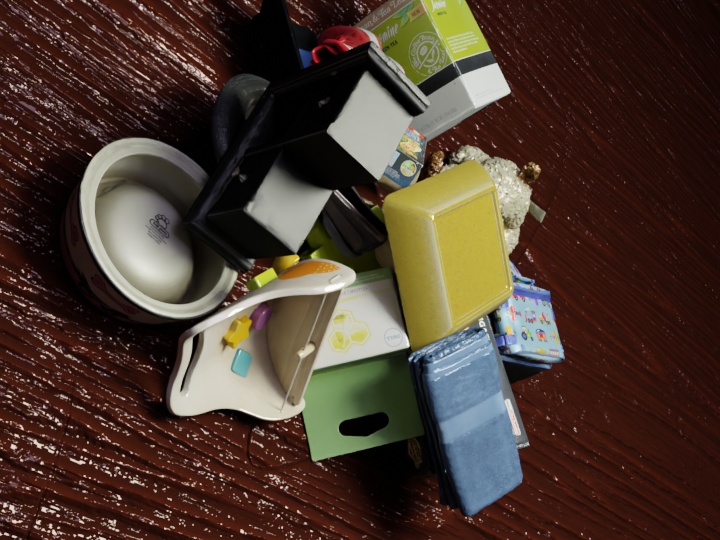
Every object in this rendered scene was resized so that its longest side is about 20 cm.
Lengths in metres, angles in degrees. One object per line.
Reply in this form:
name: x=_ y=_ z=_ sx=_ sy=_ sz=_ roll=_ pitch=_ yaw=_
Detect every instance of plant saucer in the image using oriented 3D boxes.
plant saucer: x=0.122 y=-0.019 z=1.124 sx=0.199 sy=0.048 sz=0.202 roll=-26 pitch=109 yaw=-45

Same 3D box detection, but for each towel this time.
towel: x=0.125 y=0.176 z=1.083 sx=0.111 sy=0.048 sz=0.202 roll=-20 pitch=101 yaw=-28

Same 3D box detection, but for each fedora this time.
fedora: x=-0.137 y=-0.133 z=1.103 sx=0.200 sy=0.091 sz=0.202 roll=34 pitch=46 yaw=-44

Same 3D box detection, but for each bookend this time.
bookend: x=-0.059 y=-0.108 z=0.937 sx=0.092 sy=0.198 sz=0.201 roll=40 pitch=67 yaw=-27

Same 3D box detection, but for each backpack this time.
backpack: x=0.201 y=0.055 z=1.374 sx=0.182 sy=0.134 sz=0.202 roll=17 pitch=57 yaw=-43

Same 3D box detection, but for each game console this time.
game console: x=-0.069 y=-0.276 z=1.250 sx=0.175 sy=0.116 sz=0.202 roll=-1 pitch=71 yaw=-50

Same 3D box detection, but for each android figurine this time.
android figurine: x=0.000 y=0.000 z=1.188 sx=0.182 sy=0.041 sz=0.201 roll=-40 pitch=111 yaw=-26

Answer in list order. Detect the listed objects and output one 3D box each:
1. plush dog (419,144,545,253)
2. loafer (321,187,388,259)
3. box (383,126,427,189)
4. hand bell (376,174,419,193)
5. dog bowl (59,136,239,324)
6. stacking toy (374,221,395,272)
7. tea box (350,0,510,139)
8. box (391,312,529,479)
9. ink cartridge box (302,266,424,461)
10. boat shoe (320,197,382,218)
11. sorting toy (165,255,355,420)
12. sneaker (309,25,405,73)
plush dog: x=0.179 y=-0.115 z=1.453 sx=0.171 sy=0.160 sz=0.202 roll=-15 pitch=81 yaw=-28
loafer: x=-0.032 y=-0.108 z=1.102 sx=0.201 sy=0.063 sz=0.072 roll=59 pitch=33 yaw=-20
box: x=0.017 y=-0.175 z=1.175 sx=0.136 sy=0.038 sz=0.200 roll=32 pitch=18 yaw=-5
hand bell: x=-0.020 y=-0.146 z=1.271 sx=0.199 sy=0.104 sz=0.105 roll=-13 pitch=80 yaw=-43
dog bowl: x=-0.225 y=-0.033 z=0.967 sx=0.199 sy=0.073 sz=0.202 roll=27 pitch=51 yaw=-38
stacking toy: x=0.113 y=-0.008 z=1.200 sx=0.199 sy=0.085 sz=0.086 roll=26 pitch=52 yaw=-39
tea box: x=0.079 y=-0.295 z=1.368 sx=0.133 sy=0.199 sz=0.198 roll=-30 pitch=92 yaw=-53
box: x=0.113 y=0.148 z=1.169 sx=0.158 sy=0.046 sz=0.202 roll=-7 pitch=73 yaw=-30
ink cartridge box: x=-0.011 y=0.110 z=1.096 sx=0.144 sy=0.048 sz=0.202 roll=-12 pitch=74 yaw=-6
boat shoe: x=0.024 y=-0.059 z=1.276 sx=0.199 sy=0.074 sz=0.067 roll=30 pitch=55 yaw=-37
sorting toy: x=-0.122 y=0.076 z=0.965 sx=0.107 sy=0.201 sz=0.179 roll=39 pitch=37 yaw=24
sneaker: x=-0.029 y=-0.300 z=1.245 sx=0.115 sy=0.079 sz=0.200 roll=17 pitch=17 yaw=-41
